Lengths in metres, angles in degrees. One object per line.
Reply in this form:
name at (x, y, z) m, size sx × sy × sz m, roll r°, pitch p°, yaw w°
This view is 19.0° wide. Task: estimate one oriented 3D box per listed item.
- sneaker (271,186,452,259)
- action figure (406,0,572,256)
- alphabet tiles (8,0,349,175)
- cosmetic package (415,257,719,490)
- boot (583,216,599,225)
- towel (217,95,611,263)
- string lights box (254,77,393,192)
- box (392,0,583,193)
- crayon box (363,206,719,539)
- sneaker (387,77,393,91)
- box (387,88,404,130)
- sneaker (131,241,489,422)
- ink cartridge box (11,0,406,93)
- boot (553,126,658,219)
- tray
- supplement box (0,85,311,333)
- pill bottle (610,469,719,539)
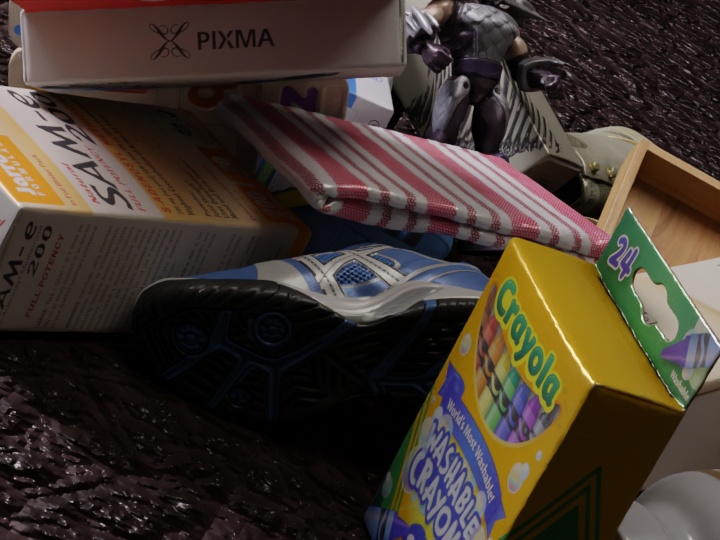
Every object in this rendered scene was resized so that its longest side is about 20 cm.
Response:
sneaker at (0.000, 0.000, 1.248) m, size 0.200 × 0.066 × 0.079 m, roll 2°, pitch 61°, yaw -59°
action figure at (0.074, -0.113, 1.380) m, size 0.129 × 0.202 × 0.069 m, roll 10°, pitch -7°, yaw -26°
alphabet tiles at (-0.099, -0.137, 1.201) m, size 0.194 × 0.201 × 0.015 m, roll 2°, pitch 36°, yaw -7°
cosmetic package at (0.142, 0.062, 1.174) m, size 0.199 × 0.074 × 0.104 m, roll -12°, pitch 40°, yaw -29°
boot at (0.219, 0.037, 1.414) m, size 0.200 × 0.074 × 0.154 m, roll 47°, pitch 26°, yaw 15°
towel at (0.030, -0.044, 1.181) m, size 0.198 × 0.030 × 0.146 m, roll 12°, pitch 16°, yaw -28°
string lights box at (-0.091, -0.103, 1.286) m, size 0.199 × 0.103 × 0.059 m, roll 24°, pitch 23°, yaw -14°
box at (0.069, -0.135, 1.483) m, size 0.068 × 0.082 × 0.201 m, roll 12°, pitch 45°, yaw -62°
crayon box at (0.075, 0.077, 0.969) m, size 0.051 × 0.201 × 0.126 m, roll 17°, pitch 24°, yaw -23°
sneaker at (-0.047, -0.176, 1.416) m, size 0.113 × 0.073 × 0.201 m, roll 18°, pitch 26°, yaw -21°
box at (-0.063, -0.133, 1.459) m, size 0.158 × 0.046 × 0.200 m, roll 33°, pitch 23°, yaw 8°
sneaker at (-0.018, 0.027, 1.094) m, size 0.198 × 0.076 × 0.077 m, roll 4°, pitch 28°, yaw -11°
ink cartridge box at (-0.075, -0.121, 1.099) m, size 0.198 × 0.045 × 0.176 m, roll -3°, pitch 1°, yaw 1°
boot at (0.206, -0.046, 1.570) m, size 0.200 × 0.073 × 0.154 m, roll 38°, pitch 22°, yaw 32°
tray at (0.177, 0.022, 1.303) m, size 0.098 × 0.037 × 0.201 m, roll 29°, pitch 56°, yaw -2°
supplement box at (-0.140, -0.032, 1.109) m, size 0.199 × 0.074 × 0.126 m, roll 3°, pitch 33°, yaw -48°
pill bottle at (0.188, 0.150, 1.004) m, size 0.198 × 0.117 × 0.116 m, roll -1°, pitch 34°, yaw -27°
